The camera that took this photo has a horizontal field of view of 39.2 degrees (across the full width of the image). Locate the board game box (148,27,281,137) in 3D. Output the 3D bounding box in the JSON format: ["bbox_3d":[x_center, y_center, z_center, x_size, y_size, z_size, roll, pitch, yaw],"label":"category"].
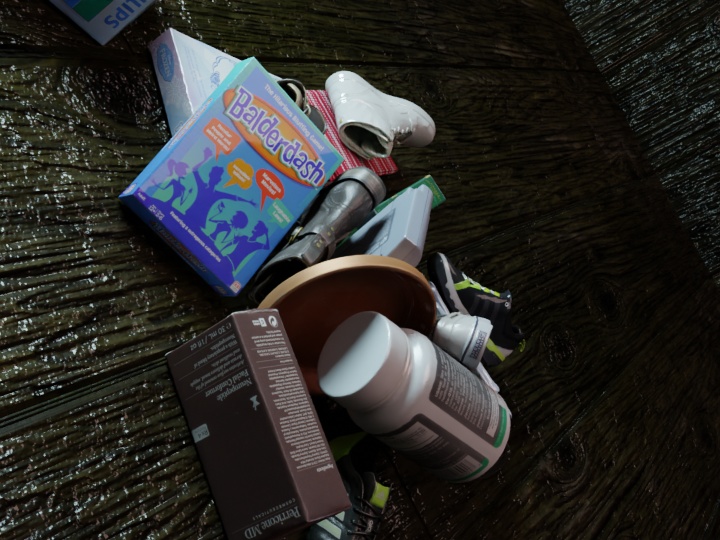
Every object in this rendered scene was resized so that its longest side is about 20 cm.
[{"bbox_3d":[-0.146,-0.165,1.195,0.199,0.043,0.201,15,52,-54],"label":"board game box"}]

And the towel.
[{"bbox_3d":[-0.026,-0.192,1.432,0.145,0.022,0.200,61,27,6],"label":"towel"}]

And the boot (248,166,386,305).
[{"bbox_3d":[-0.067,-0.024,1.100,0.069,0.200,0.174,43,54,-5],"label":"boot"}]

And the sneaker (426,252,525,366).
[{"bbox_3d":[0.163,0.041,1.388,0.200,0.083,0.072,56,-1,-27],"label":"sneaker"}]

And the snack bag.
[{"bbox_3d":[0.134,0.094,1.343,0.189,0.021,0.200,57,2,-8],"label":"snack bag"}]

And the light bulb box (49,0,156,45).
[{"bbox_3d":[-0.295,-0.389,1.078,0.200,0.125,0.199,40,34,-33],"label":"light bulb box"}]

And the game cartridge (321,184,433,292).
[{"bbox_3d":[0.000,0.000,1.116,0.040,0.200,0.134,41,34,-14],"label":"game cartridge"}]

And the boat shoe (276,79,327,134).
[{"bbox_3d":[-0.090,-0.179,1.174,0.200,0.073,0.075,-9,73,-60],"label":"boat shoe"}]

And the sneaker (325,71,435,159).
[{"bbox_3d":[0.036,-0.195,1.445,0.199,0.074,0.116,20,45,-37],"label":"sneaker"}]

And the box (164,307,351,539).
[{"bbox_3d":[-0.097,0.147,0.935,0.075,0.100,0.201,-3,66,-57],"label":"box"}]

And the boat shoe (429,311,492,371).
[{"bbox_3d":[0.106,0.080,1.145,0.065,0.072,0.200,21,1,5],"label":"boat shoe"}]

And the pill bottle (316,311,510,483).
[{"bbox_3d":[0.055,0.129,1.032,0.200,0.113,0.113,39,35,-36],"label":"pill bottle"}]

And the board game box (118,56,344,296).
[{"bbox_3d":[-0.129,-0.097,1.053,0.152,0.045,0.200,46,67,-23],"label":"board game box"}]

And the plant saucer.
[{"bbox_3d":[-0.020,0.055,1.039,0.200,0.200,0.032,29,29,-43],"label":"plant saucer"}]

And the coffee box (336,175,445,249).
[{"bbox_3d":[0.022,-0.056,1.285,0.044,0.123,0.200,56,30,-1],"label":"coffee box"}]

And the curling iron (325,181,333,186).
[{"bbox_3d":[-0.039,-0.110,1.259,0.200,0.025,0.050,31,64,-80],"label":"curling iron"}]

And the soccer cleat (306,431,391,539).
[{"bbox_3d":[-0.009,0.248,1.001,0.067,0.081,0.201,37,37,-35],"label":"soccer cleat"}]

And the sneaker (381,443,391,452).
[{"bbox_3d":[0.036,0.103,1.168,0.076,0.090,0.201,90,-15,-81],"label":"sneaker"}]

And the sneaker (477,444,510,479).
[{"bbox_3d":[0.096,0.192,1.258,0.200,0.077,0.089,36,6,-34],"label":"sneaker"}]
